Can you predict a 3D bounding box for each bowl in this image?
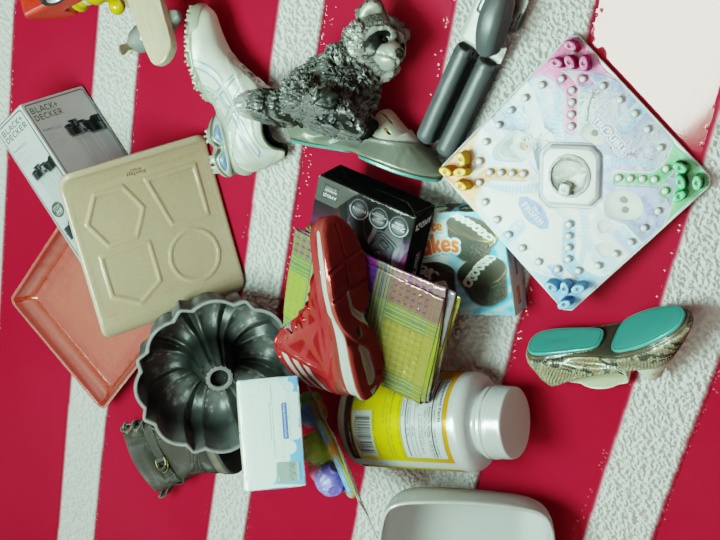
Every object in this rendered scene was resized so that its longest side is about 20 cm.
[{"bbox_3d":[0.118,0.328,1.496,0.198,0.075,0.201,3,113,4],"label":"bowl"}]

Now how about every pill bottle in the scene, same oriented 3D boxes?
[{"bbox_3d":[0.082,0.165,1.465,0.199,0.109,0.110,-2,107,33],"label":"pill bottle"}]

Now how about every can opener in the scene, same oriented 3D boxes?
[{"bbox_3d":[0.106,-0.203,1.335,0.053,0.067,0.201,35,122,17],"label":"can opener"}]

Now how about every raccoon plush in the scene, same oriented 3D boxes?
[{"bbox_3d":[-0.041,-0.219,1.387,0.199,0.097,0.135,15,77,27],"label":"raccoon plush"}]

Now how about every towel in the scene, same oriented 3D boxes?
[{"bbox_3d":[0.007,0.047,1.414,0.199,0.023,0.144,24,121,24],"label":"towel"}]

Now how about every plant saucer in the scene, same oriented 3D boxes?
[{"bbox_3d":[-0.346,0.048,1.737,0.200,0.037,0.200,48,126,9],"label":"plant saucer"}]

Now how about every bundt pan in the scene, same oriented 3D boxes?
[{"bbox_3d":[-0.172,0.112,1.579,0.200,0.076,0.203,-6,113,-13],"label":"bundt pan"}]

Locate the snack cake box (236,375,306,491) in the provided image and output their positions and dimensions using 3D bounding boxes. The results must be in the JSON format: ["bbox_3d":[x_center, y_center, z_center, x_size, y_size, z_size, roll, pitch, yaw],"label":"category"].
[{"bbox_3d":[-0.100,0.178,1.456,0.067,0.200,0.116,-5,84,-6],"label":"snack cake box"}]

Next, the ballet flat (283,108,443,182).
[{"bbox_3d":[0.005,-0.149,1.422,0.199,0.067,0.064,19,110,25],"label":"ballet flat"}]

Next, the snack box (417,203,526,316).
[{"bbox_3d":[0.078,-0.012,1.444,0.199,0.037,0.117,0,108,32],"label":"snack box"}]

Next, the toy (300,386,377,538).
[{"bbox_3d":[-0.042,0.209,1.506,0.047,0.200,0.116,-23,123,-2],"label":"toy"}]

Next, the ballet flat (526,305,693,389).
[{"bbox_3d":[0.263,0.085,1.356,0.199,0.068,0.075,-15,122,41],"label":"ballet flat"}]

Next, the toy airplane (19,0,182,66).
[{"bbox_3d":[-0.263,-0.344,1.491,0.198,0.141,0.201,20,82,13],"label":"toy airplane"}]

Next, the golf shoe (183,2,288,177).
[{"bbox_3d":[-0.136,-0.208,1.498,0.097,0.078,0.201,-9,110,17],"label":"golf shoe"}]

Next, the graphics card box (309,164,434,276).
[{"bbox_3d":[0.000,0.000,1.444,0.125,0.051,0.201,26,120,23],"label":"graphics card box"}]

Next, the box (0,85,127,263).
[{"bbox_3d":[-0.339,-0.117,1.620,0.060,0.116,0.201,-35,87,36],"label":"box"}]

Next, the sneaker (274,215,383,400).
[{"bbox_3d":[-0.052,0.041,1.389,0.115,0.078,0.201,0,108,32],"label":"sneaker"}]

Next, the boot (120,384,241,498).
[{"bbox_3d":[-0.247,0.196,1.712,0.173,0.069,0.201,-14,99,37],"label":"boot"}]

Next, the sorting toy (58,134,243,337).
[{"bbox_3d":[-0.244,-0.042,1.564,0.036,0.184,0.201,17,124,61],"label":"sorting toy"}]

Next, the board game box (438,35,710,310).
[{"bbox_3d":[0.206,-0.093,1.316,0.200,0.026,0.200,49,115,8],"label":"board game box"}]
